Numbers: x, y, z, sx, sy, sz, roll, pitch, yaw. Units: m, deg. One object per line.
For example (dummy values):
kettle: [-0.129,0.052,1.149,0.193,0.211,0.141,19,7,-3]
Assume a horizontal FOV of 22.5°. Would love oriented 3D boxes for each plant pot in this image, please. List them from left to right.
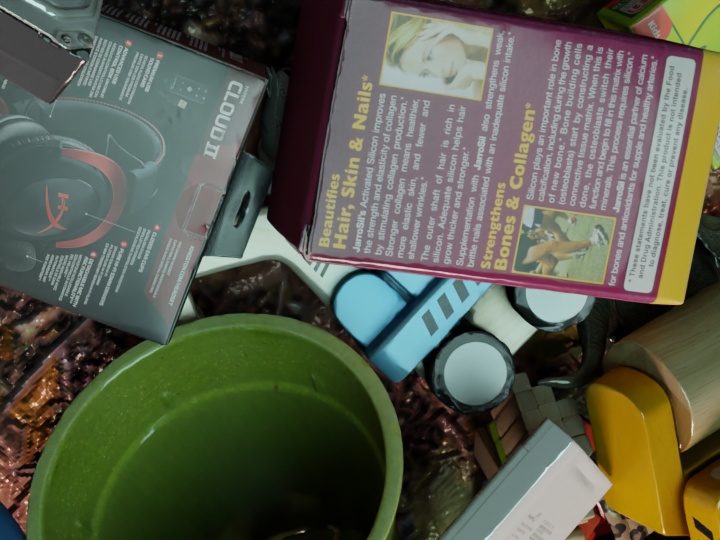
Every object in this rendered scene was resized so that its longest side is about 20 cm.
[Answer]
plant pot: [-0.051,0.156,0.983,0.200,0.200,0.190,-34,144,-5]

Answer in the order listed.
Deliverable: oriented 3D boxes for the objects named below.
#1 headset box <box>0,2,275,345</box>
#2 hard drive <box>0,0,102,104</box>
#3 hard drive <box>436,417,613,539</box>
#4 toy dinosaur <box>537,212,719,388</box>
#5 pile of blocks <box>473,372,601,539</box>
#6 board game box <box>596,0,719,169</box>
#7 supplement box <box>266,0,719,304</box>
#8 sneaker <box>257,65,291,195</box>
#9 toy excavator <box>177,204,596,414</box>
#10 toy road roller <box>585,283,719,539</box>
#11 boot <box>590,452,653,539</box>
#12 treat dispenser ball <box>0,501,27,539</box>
headset box: [-0.145,-0.062,0.922,0.200,0.075,0.149,20,100,-8]
hard drive: [-0.177,-0.180,0.836,0.140,0.200,0.038,31,127,-23]
hard drive: [0.050,0.170,0.946,0.200,0.026,0.132,-48,158,-1]
toy dinosaur: [0.165,0.013,1.067,0.200,0.077,0.102,-19,109,-27]
pile of blocks: [0.110,0.136,1.089,0.062,0.082,0.200,-11,134,-17]
board game box: [0.242,-0.159,1.006,0.200,0.048,0.102,-37,113,-3]
supplement box: [0.066,-0.064,0.903,0.200,0.103,0.131,8,100,-15]
sneaker: [0.040,-0.093,0.988,0.200,0.075,0.082,-15,128,-13]
toy excavator: [0.000,0.000,1.016,0.200,0.100,0.194,44,91,-11]
toy road roller: [0.223,0.119,0.999,0.123,0.146,0.200,-28,117,-27]
boot: [0.227,0.162,1.141,0.150,0.073,0.200,-27,109,-10]
treat dispenser ball: [-0.259,0.187,0.920,0.200,0.201,0.201,-5,109,-16]
